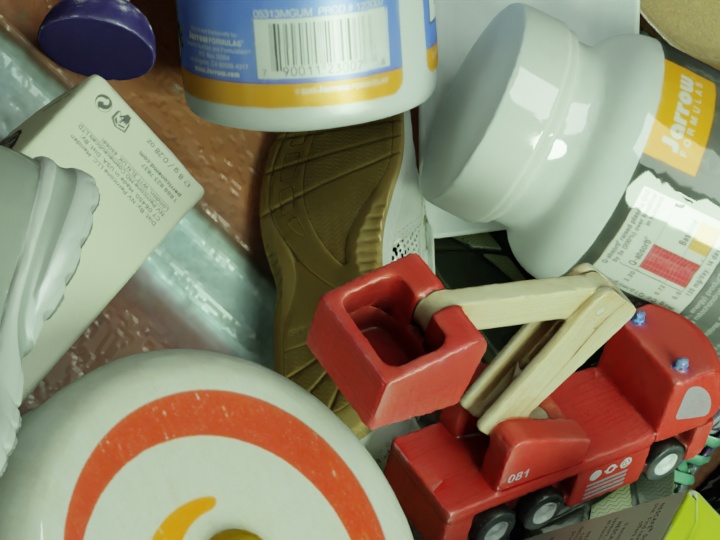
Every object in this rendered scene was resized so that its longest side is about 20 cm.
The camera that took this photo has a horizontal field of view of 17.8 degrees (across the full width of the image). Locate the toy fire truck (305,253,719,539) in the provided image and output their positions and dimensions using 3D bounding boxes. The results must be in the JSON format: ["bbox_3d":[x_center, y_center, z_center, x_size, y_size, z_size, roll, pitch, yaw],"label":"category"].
[{"bbox_3d":[0.068,0.043,0.907,0.200,0.141,0.049,-17,51,-29],"label":"toy fire truck"}]

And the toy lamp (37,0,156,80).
[{"bbox_3d":[-0.099,-0.184,1.012,0.058,0.058,0.201,23,60,-28],"label":"toy lamp"}]

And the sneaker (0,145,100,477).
[{"bbox_3d":[-0.158,0.036,0.786,0.082,0.075,0.200,26,50,-15],"label":"sneaker"}]

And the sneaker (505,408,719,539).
[{"bbox_3d":[0.127,0.086,1.057,0.074,0.087,0.200,36,55,-20],"label":"sneaker"}]

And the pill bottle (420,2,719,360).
[{"bbox_3d":[0.135,-0.033,1.003,0.200,0.116,0.117,24,60,-14],"label":"pill bottle"}]

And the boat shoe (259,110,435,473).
[{"bbox_3d":[0.000,0.000,1.017,0.069,0.071,0.200,45,39,-48],"label":"boat shoe"}]

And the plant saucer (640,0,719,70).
[{"bbox_3d":[0.184,-0.186,1.234,0.200,0.035,0.201,13,66,-32],"label":"plant saucer"}]

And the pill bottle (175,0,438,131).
[{"bbox_3d":[-0.027,-0.167,0.963,0.112,0.112,0.201,-19,113,-39],"label":"pill bottle"}]

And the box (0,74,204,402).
[{"bbox_3d":[-0.152,0.017,0.883,0.068,0.082,0.200,48,51,-13],"label":"box"}]

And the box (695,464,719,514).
[{"bbox_3d":[0.265,0.110,1.080,0.200,0.197,0.118,-38,96,-39],"label":"box"}]

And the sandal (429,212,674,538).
[{"bbox_3d":[0.080,0.057,1.037,0.080,0.057,0.201,-5,51,-22],"label":"sandal"}]

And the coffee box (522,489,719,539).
[{"bbox_3d":[0.092,0.241,0.903,0.200,0.198,0.200,46,53,-13],"label":"coffee box"}]

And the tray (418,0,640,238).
[{"bbox_3d":[0.074,-0.116,1.036,0.107,0.022,0.201,-7,111,-16],"label":"tray"}]

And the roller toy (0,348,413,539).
[{"bbox_3d":[-0.074,0.130,0.854,0.182,0.140,0.200,33,55,-19],"label":"roller toy"}]
